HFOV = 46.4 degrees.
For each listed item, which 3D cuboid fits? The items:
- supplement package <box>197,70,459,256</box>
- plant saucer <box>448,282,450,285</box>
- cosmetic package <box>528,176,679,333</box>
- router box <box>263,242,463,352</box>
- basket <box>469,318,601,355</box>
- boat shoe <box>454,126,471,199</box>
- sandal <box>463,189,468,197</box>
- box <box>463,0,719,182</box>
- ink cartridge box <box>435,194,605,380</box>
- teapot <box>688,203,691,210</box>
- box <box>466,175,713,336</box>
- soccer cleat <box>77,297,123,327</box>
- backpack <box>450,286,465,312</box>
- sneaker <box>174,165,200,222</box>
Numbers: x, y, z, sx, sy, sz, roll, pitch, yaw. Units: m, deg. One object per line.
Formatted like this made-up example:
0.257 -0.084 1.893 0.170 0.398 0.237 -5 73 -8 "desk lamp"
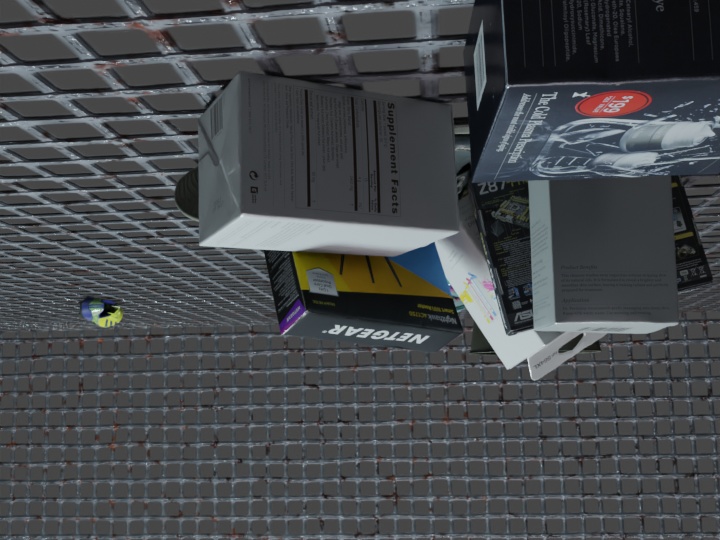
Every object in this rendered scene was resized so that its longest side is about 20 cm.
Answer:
-0.030 -0.084 0.735 0.199 0.120 0.121 3 169 -27 "supplement package"
0.052 -0.001 1.074 0.199 0.036 0.200 -17 161 -6 "plant saucer"
0.212 -0.047 0.749 0.112 0.201 0.081 2 170 -2 "cosmetic package"
0.000 0.000 0.851 0.199 0.150 0.051 10 143 -37 "router box"
0.235 0.013 1.149 0.179 0.201 0.136 1 172 -6 "basket"
0.094 -0.097 0.863 0.072 0.062 0.200 0 171 -4 "boat shoe"
0.049 -0.064 1.043 0.080 0.054 0.200 7 147 -43 "sandal"
0.163 -0.129 0.517 0.181 0.105 0.200 -3 172 2 "box"
0.186 0.003 0.920 0.128 0.200 0.125 -31 169 -16 "ink cartridge box"
0.314 -0.017 1.005 0.199 0.147 0.197 1 152 -27 "teapot"
0.219 -0.037 0.823 0.199 0.162 0.049 -15 171 3 "box"
-0.638 0.106 2.127 0.083 0.065 0.200 -5 171 8 "soccer cleat"
0.100 0.008 1.357 0.199 0.127 0.167 6 173 -22 "backpack"
-0.098 -0.075 0.932 0.199 0.075 0.106 -3 169 5 "sneaker"
